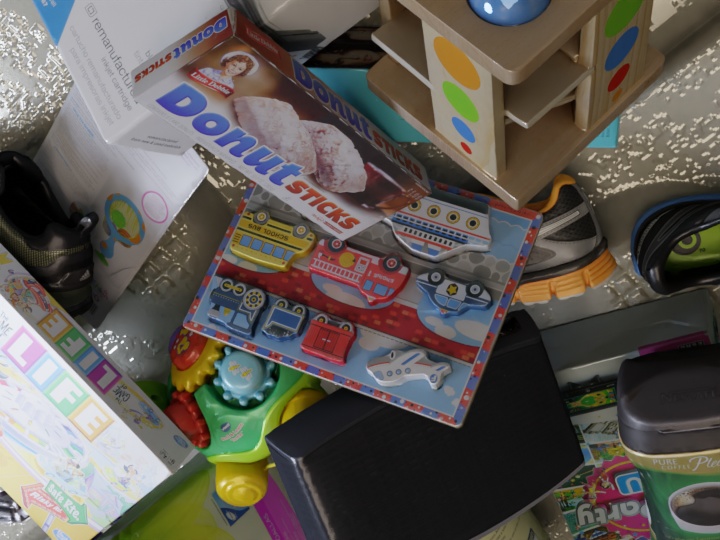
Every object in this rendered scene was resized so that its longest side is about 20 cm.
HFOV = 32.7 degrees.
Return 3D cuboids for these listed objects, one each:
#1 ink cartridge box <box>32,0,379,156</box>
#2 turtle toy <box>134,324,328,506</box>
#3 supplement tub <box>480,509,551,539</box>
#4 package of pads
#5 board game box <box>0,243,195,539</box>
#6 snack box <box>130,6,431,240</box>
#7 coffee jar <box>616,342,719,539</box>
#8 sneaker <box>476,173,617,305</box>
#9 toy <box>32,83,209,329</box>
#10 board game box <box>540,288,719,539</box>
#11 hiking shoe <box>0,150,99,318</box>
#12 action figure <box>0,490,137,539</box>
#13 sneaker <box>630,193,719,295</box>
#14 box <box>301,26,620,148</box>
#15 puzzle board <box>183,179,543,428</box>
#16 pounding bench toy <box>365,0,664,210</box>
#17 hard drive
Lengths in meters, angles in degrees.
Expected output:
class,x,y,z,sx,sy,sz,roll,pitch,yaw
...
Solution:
class,x,y,z,sx,sy,sz,roll,pitch,yaw
ink cartridge box,-0.086,-0.183,0.717,0.200,0.084,0.145,-33,77,20
turtle toy,-0.100,0.085,0.876,0.101,0.146,0.200,32,122,-28
supplement tub,0.052,0.195,0.923,0.145,0.145,0.200,-25,113,22
package of pads,-0.114,0.234,0.912,0.068,0.200,0.155,-19,101,40
board game box,-0.226,0.088,0.841,0.200,0.034,0.134,47,123,-4
snack box,-0.039,-0.078,0.716,0.072,0.024,0.200,-27,145,24
coffee jar,0.235,0.143,0.822,0.104,0.085,0.201,-9,118,18
sneaker,0.071,-0.013,0.846,0.199,0.078,0.078,-12,104,13
toy,-0.173,-0.058,0.862,0.115,0.047,0.200,50,129,7
board game box,0.211,0.128,0.904,0.147,0.064,0.201,-16,117,20
hiking shoe,-0.262,-0.048,0.864,0.199,0.076,0.101,27,117,16
action figure,-0.229,0.166,0.972,0.069,0.130,0.200,28,145,34
sneaker,0.273,-0.027,0.788,0.199,0.083,0.071,-19,116,19
box,0.062,-0.118,0.773,0.199,0.082,0.049,3,120,8
puzzle board,0.000,0.000,0.800,0.199,0.151,0.017,18,164,18
pounding bench toy,0.106,-0.168,0.656,0.124,0.200,0.156,42,167,22
hard drive,0.050,0.122,0.812,0.199,0.042,0.135,-25,104,-15
